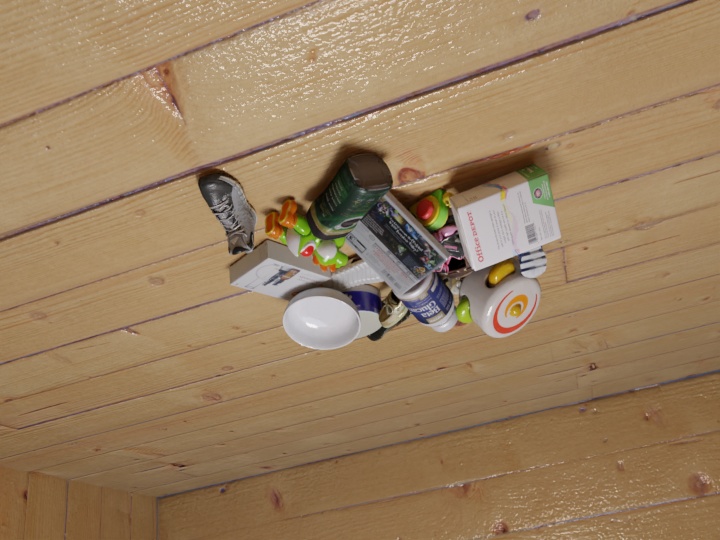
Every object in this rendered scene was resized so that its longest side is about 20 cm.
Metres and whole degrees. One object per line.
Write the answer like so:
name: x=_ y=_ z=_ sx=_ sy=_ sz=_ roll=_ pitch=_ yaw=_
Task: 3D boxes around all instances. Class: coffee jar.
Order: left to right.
coffee jar: x=-0.027 y=-0.139 z=1.332 sx=0.103 sy=0.087 sz=0.200 roll=-13 pitch=160 yaw=-38

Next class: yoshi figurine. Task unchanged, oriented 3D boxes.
yoshi figurine: x=-0.103 y=-0.081 z=1.451 sx=0.198 sy=0.112 sz=0.113 roll=33 pitch=93 yaw=-34

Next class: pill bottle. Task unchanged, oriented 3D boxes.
pill bottle: x=0.164 y=0.066 z=1.652 sx=0.109 sy=0.113 sz=0.200 roll=-21 pitch=137 yaw=23

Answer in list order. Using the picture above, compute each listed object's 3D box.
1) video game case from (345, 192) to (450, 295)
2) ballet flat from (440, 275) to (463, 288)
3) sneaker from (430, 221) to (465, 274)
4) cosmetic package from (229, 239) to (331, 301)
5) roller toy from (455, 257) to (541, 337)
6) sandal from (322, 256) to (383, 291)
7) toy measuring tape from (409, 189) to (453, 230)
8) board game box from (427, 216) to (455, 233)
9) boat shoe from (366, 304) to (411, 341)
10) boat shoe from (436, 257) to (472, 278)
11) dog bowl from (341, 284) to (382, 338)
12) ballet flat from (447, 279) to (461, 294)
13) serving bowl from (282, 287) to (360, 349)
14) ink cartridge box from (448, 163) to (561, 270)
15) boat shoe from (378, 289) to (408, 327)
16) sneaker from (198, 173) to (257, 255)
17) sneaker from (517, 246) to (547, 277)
video game case: x=0.071 y=-0.057 z=1.469 sx=0.200 sy=0.023 sz=0.181 roll=44 pitch=136 yaw=-6
ballet flat: x=0.235 y=0.007 z=1.728 sx=0.068 sy=0.071 sz=0.199 roll=14 pitch=145 yaw=-38
sneaker: x=0.153 y=-0.026 z=1.511 sx=0.198 sy=0.097 sz=0.079 roll=-30 pitch=-177 yaw=36
cosmetic package: x=-0.190 y=0.006 z=1.608 sx=0.149 sy=0.053 sz=0.197 roll=-28 pitch=148 yaw=37
roller toy: x=0.346 y=0.061 z=1.660 sx=0.179 sy=0.140 sz=0.204 roll=7 pitch=117 yaw=-37
sandal: x=-0.002 y=-0.005 z=1.652 sx=0.197 sy=0.051 sz=0.083 roll=-14 pitch=136 yaw=7
toy measuring tape: x=0.129 y=-0.106 z=1.472 sx=0.073 sy=0.075 sz=0.198 roll=16 pitch=143 yaw=-40
board game box: x=0.219 y=-0.075 z=1.596 sx=0.194 sy=0.037 sz=0.152 roll=-11 pitch=152 yaw=6
boat shoe: x=0.093 y=0.122 z=1.911 sx=0.199 sy=0.077 sz=0.073 roll=-38 pitch=171 yaw=29
boat shoe: x=0.255 y=-0.034 z=1.565 sx=0.069 sy=0.072 sz=0.199 roll=6 pitch=150 yaw=-35
dog bowl: x=-0.036 y=0.115 z=1.835 sx=0.194 sy=0.081 sz=0.201 roll=-7 pitch=153 yaw=-4
ballet flat: x=0.277 y=0.028 z=1.784 sx=0.067 sy=0.065 sz=0.200 roll=2 pitch=151 yaw=-25
serving bowl: x=-0.094 y=0.110 z=1.688 sx=0.194 sy=0.067 sz=0.203 roll=1 pitch=135 yaw=1
ink cartridge box: x=0.296 y=-0.110 z=1.395 sx=0.195 sy=0.084 sz=0.148 roll=-21 pitch=113 yaw=1
boat shoe: x=0.101 y=0.059 z=1.734 sx=0.062 sy=0.074 sz=0.202 roll=23 pitch=117 yaw=-34
sneaker: x=-0.249 y=-0.096 z=1.318 sx=0.073 sy=0.118 sz=0.200 roll=-15 pitch=153 yaw=12
sneaker: x=0.380 y=-0.096 z=1.566 sx=0.078 sy=0.116 sz=0.203 roll=-10 pitch=124 yaw=-2
